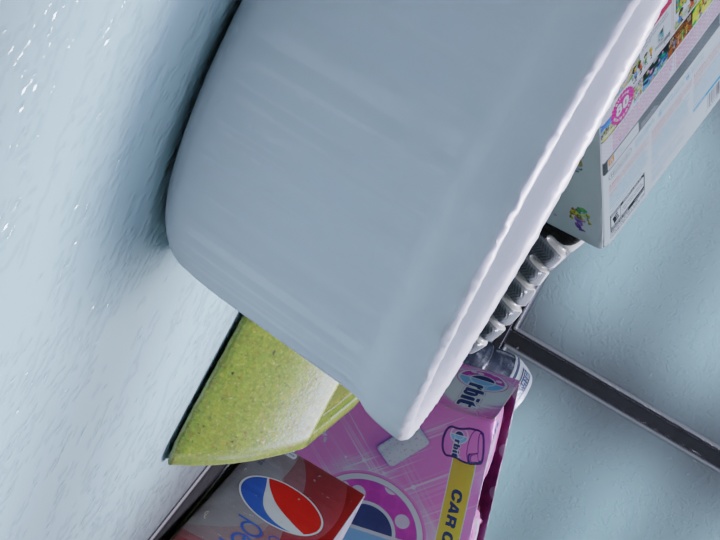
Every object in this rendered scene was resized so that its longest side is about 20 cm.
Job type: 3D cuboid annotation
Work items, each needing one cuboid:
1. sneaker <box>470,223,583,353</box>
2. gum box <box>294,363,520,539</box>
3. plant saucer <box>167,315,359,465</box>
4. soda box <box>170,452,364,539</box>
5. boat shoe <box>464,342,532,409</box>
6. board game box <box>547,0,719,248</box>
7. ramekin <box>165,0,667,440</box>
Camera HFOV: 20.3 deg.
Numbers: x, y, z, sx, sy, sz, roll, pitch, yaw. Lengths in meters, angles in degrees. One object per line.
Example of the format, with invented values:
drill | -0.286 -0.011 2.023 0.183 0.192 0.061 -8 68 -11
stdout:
sneaker | 0.101 -0.012 1.271 0.200 0.075 0.115 -38 173 26
gum box | 0.015 0.149 1.191 0.066 0.113 0.201 -45 149 -65
plant saucer | 0.000 0.000 0.921 0.201 0.048 0.200 -61 173 8
soda box | -0.063 0.157 1.025 0.064 0.070 0.200 -61 174 21
boat shoe | 0.047 0.075 1.568 0.200 0.091 0.071 -18 -146 58
board game box | 0.144 -0.130 1.097 0.148 0.064 0.201 -51 154 -24
ramekin | 0.023 -0.058 0.622 0.201 0.097 0.201 -59 174 -10
